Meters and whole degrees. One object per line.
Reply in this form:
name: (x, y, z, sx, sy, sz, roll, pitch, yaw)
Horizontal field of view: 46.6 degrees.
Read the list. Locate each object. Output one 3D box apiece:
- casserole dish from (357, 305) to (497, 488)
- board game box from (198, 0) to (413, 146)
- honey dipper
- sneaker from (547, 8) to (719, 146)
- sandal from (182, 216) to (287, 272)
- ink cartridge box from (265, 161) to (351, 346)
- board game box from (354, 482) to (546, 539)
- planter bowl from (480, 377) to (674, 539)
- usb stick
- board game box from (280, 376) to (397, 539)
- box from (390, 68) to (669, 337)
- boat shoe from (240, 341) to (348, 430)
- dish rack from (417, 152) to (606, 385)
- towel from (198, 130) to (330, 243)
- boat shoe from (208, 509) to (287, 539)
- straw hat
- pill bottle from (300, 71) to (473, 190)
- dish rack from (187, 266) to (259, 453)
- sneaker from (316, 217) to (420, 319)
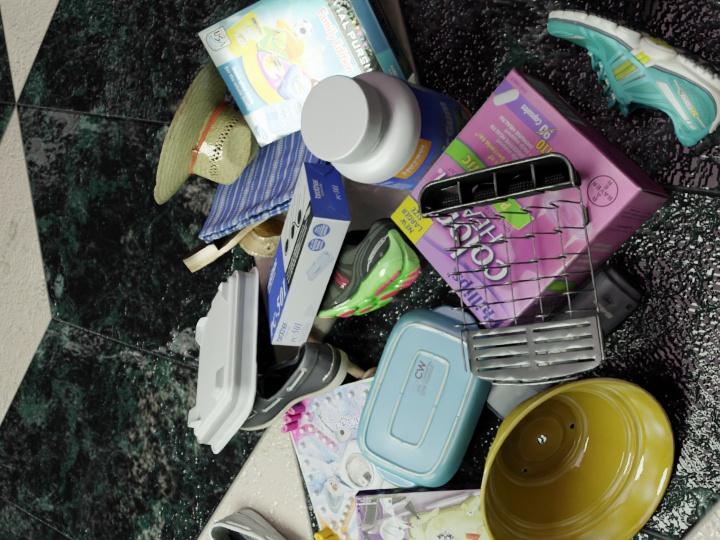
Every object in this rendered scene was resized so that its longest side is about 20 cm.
casserole dish: (0.065, 0.133, 0.873, 0.121, 0.039, 0.200, 21, 91, 17)
board game box: (-0.063, -0.251, 0.962, 0.200, 0.047, 0.151, -20, 112, 23)
honey dipper: (-0.031, 0.104, 1.006, 0.200, 0.038, 0.038, 31, 107, 30)
sneaker: (0.253, -0.191, 0.794, 0.200, 0.077, 0.080, 41, 121, 28)
sandal: (-0.125, -0.039, 1.067, 0.212, 0.078, 0.070, -29, 108, 22)
ink cartridge box: (-0.064, -0.014, 0.943, 0.094, 0.044, 0.200, -103, 25, -44)
board game box: (0.098, 0.287, 0.876, 0.200, 0.032, 0.120, -6, 92, 10)
planter bowl: (0.190, 0.178, 0.800, 0.083, 0.200, 0.201, -133, 60, -65)
usb stick: (0.199, 0.077, 0.850, 0.055, 0.033, 0.200, 47, 114, 14)
board game box: (-0.002, 0.232, 0.967, 0.200, 0.026, 0.200, -21, 85, 40)
box: (0.164, -0.064, 0.839, 0.200, 0.097, 0.176, -50, 64, 24)
boat shoe: (-0.104, 0.133, 0.996, 0.200, 0.063, 0.073, -29, 46, 35)
dish rack: (0.141, 0.005, 0.763, 0.153, 0.055, 0.200, -11, 84, 35)
towel: (-0.113, -0.120, 1.032, 0.200, 0.024, 0.145, -19, 44, 33)
boat shoe: (-0.109, 0.370, 1.043, 0.200, 0.065, 0.074, 19, 100, 33)
straw hat: (-0.172, -0.156, 1.035, 0.085, 0.201, 0.201, 26, 106, 0)
pill bottle: (0.032, -0.142, 0.867, 0.112, 0.200, 0.112, 0, 90, 35)
dish rack: (-0.171, 0.107, 1.028, 0.172, 0.044, 0.200, 128, 147, -49)
sneaker: (0.000, 0.000, 0.944, 0.200, 0.077, 0.084, -36, 66, 52)
